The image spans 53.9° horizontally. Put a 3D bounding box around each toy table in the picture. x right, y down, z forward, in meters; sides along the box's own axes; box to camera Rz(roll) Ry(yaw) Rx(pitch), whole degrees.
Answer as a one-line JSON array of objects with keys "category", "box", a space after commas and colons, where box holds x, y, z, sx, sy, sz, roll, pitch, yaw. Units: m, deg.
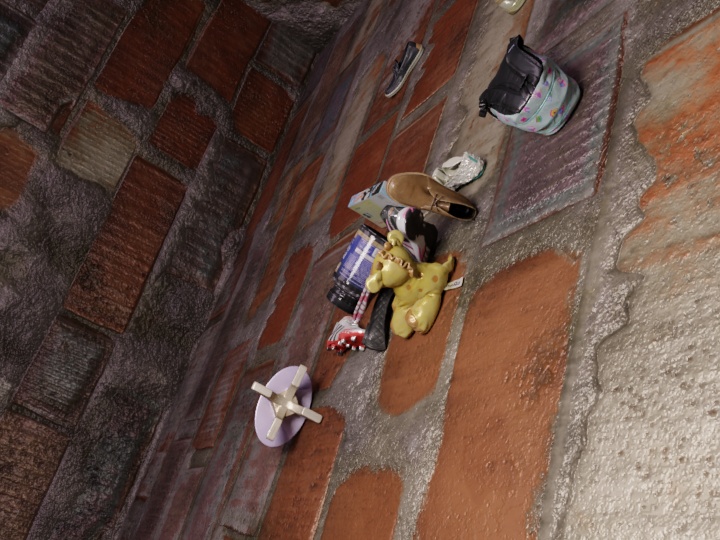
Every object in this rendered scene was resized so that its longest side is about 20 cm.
[{"category": "toy table", "box": [-0.181, 0.325, 1.711, 0.117, 0.179, 0.205, 127, 158, -74]}]

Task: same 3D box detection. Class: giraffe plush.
[{"category": "giraffe plush", "box": [0.085, 0.019, 1.418, 0.200, 0.160, 0.176, -42, 27, 45]}]

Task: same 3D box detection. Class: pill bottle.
[{"category": "pill bottle", "box": [0.000, 0.000, 1.737, 0.203, 0.110, 0.112, -59, 20, 7]}]

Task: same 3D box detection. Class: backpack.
[{"category": "backpack", "box": [0.324, -0.343, 1.349, 0.201, 0.124, 0.170, -114, 43, -65]}]

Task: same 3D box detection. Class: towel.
[{"category": "towel", "box": [0.044, 0.015, 1.577, 0.147, 0.029, 0.203, -50, -14, -51]}]

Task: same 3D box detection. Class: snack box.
[{"category": "snack box", "box": [0.058, -0.164, 1.800, 0.199, 0.115, 0.038, -12, 51, 65]}]

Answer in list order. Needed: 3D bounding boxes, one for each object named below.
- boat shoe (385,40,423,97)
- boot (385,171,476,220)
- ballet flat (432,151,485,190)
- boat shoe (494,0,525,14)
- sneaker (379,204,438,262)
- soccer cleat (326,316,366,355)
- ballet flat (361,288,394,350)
[{"category": "boat shoe", "box": [0.133, -0.671, 2.357, 0.202, 0.061, 0.075, -55, 22, 23]}, {"category": "boot", "box": [0.147, -0.147, 1.431, 0.076, 0.195, 0.075, -130, 57, -67]}, {"category": "ballet flat", "box": [0.200, -0.214, 1.581, 0.199, 0.071, 0.073, -32, 35, 57]}, {"category": "boat shoe", "box": [0.408, -0.735, 1.740, 0.203, 0.062, 0.074, -55, 21, 19]}, {"category": "sneaker", "box": [0.101, -0.087, 1.495, 0.085, 0.201, 0.081, 23, 73, 30]}, {"category": "soccer cleat", "box": [-0.025, 0.146, 1.678, 0.199, 0.067, 0.087, -31, 39, 63]}, {"category": "ballet flat", "box": [0.053, 0.095, 1.594, 0.067, 0.055, 0.203, 107, -177, -56]}]
